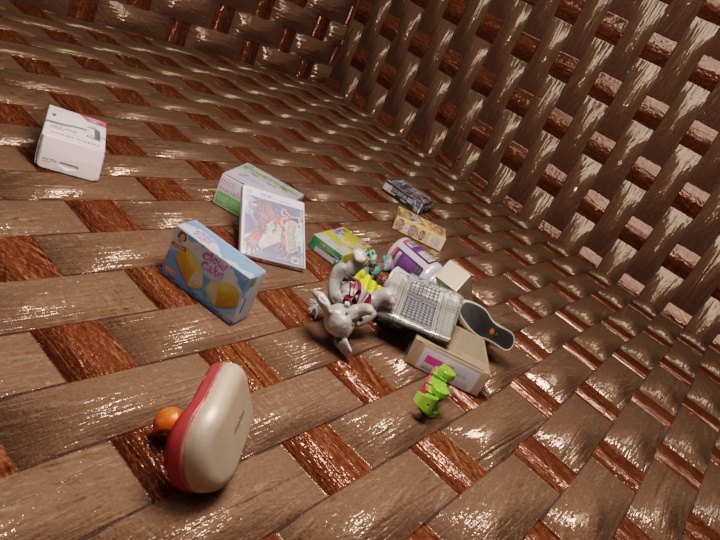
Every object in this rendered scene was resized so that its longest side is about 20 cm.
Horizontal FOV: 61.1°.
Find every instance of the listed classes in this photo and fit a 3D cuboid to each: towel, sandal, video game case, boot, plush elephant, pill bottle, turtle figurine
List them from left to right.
[{"bbox_3d":[-0.224,-0.109,1.559,0.179,0.023,0.205,14,58,-30],"label":"video game case"},{"bbox_3d":[-0.027,0.080,1.318,0.167,0.196,0.156,60,9,-28],"label":"plush elephant"},{"bbox_3d":[0.000,0.000,1.620,0.147,0.104,0.198,-8,-2,36],"label":"turtle figurine"},{"bbox_3d":[0.029,0.077,1.510,0.199,0.087,0.080,43,43,-15],"label":"sandal"},{"bbox_3d":[0.173,0.004,1.779,0.110,0.113,0.200,-2,37,-50],"label":"pill bottle"},{"bbox_3d":[0.148,0.079,1.467,0.188,0.035,0.201,20,35,8],"label":"towel"},{"bbox_3d":[0.295,0.143,1.616,0.198,0.073,0.143,37,-14,-22],"label":"boot"}]

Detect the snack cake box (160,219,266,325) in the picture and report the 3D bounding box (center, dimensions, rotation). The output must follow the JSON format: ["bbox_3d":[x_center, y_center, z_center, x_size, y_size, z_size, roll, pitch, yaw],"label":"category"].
[{"bbox_3d":[-0.301,0.002,1.245,0.198,0.117,0.067,34,24,15],"label":"snack cake box"}]

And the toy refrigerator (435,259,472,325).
[{"bbox_3d":[0.257,0.065,1.665,0.076,0.070,0.201,39,-16,28],"label":"toy refrigerator"}]

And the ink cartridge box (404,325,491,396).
[{"bbox_3d":[0.207,0.193,1.473,0.196,0.076,0.165,27,24,-4],"label":"ink cartridge box"}]

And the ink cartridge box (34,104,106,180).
[{"bbox_3d":[-0.704,-0.313,1.491,0.143,0.086,0.201,14,28,-29],"label":"ink cartridge box"}]

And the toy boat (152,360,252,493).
[{"bbox_3d":[-0.239,0.225,0.883,0.127,0.134,0.201,-3,22,6],"label":"toy boat"}]

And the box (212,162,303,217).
[{"bbox_3d":[-0.284,-0.206,1.722,0.197,0.098,0.177,29,23,2],"label":"box"}]

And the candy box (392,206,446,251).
[{"bbox_3d":[0.214,-0.153,2.224,0.196,0.056,0.116,26,23,-5],"label":"candy box"}]

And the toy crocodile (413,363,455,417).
[{"bbox_3d":[0.158,0.251,1.306,0.061,0.069,0.200,29,23,8],"label":"toy crocodile"}]

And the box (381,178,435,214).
[{"bbox_3d":[0.203,-0.314,2.554,0.198,0.050,0.157,36,24,17],"label":"box"}]

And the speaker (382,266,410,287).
[{"bbox_3d":[0.159,0.077,1.652,0.198,0.082,0.081,34,24,17],"label":"speaker"}]

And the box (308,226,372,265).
[{"bbox_3d":[-0.051,-0.071,1.770,0.116,0.049,0.199,36,26,18],"label":"box"}]
